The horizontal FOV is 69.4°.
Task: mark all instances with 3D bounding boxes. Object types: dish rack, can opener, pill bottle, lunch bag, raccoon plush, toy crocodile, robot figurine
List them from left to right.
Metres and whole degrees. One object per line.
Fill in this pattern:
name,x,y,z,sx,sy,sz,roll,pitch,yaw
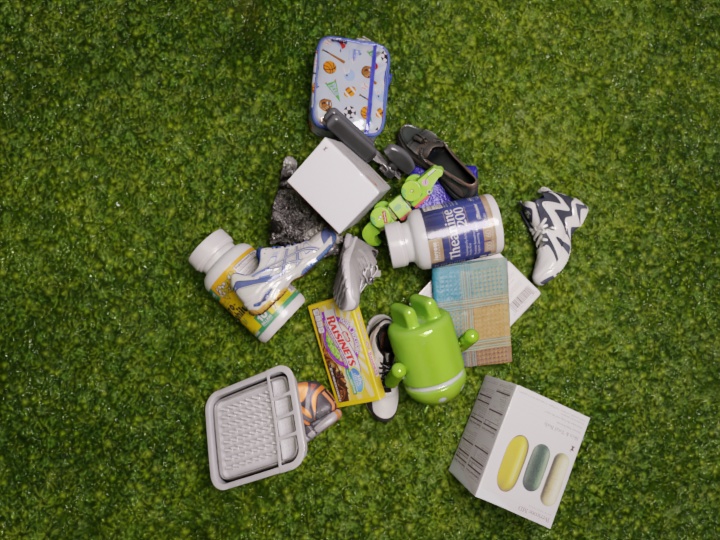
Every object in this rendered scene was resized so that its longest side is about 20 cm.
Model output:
pill bottle,-0.207,0.024,0.937,0.200,0.113,0.113,44,81,-2
dish rack,-0.178,0.273,0.902,0.199,0.044,0.173,-24,63,20
raccoon plush,-0.092,-0.115,0.970,0.133,0.097,0.202,8,84,-4
lunch bag,-0.017,-0.355,1.017,0.159,0.076,0.202,7,85,-9
can opener,0.017,-0.238,0.976,0.199,0.053,0.066,29,117,-33
toy crocodile,0.079,-0.124,0.979,0.200,0.068,0.062,-39,99,17
robot figurine,0.117,0.145,0.913,0.175,0.116,0.201,-22,103,-21
pill bottle,0.148,-0.064,0.940,0.199,0.111,0.112,-12,87,3

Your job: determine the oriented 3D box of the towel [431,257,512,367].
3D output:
towel,0.211,0.081,0.983,0.146,0.022,0.202,-5,94,-3

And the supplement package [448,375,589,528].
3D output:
supplement package,0.286,0.323,0.956,0.151,0.151,0.201,25,82,-5

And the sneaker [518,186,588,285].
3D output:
sneaker,0.358,-0.080,1.039,0.129,0.079,0.200,31,82,-3

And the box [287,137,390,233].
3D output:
box,-0.030,-0.152,0.923,0.124,0.200,0.097,45,103,-1

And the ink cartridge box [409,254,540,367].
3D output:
ink cartridge box,0.219,0.055,1.014,0.176,0.045,0.200,45,87,-3

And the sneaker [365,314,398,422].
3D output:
sneaker,0.040,0.184,0.974,0.073,0.080,0.202,-2,87,-10

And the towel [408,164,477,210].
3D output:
towel,0.169,-0.113,1.032,0.147,0.050,0.202,-1,85,-8

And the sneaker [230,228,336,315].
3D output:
sneaker,-0.128,-0.019,0.871,0.200,0.075,0.088,-43,91,-22

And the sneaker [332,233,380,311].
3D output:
sneaker,0.000,0.000,0.935,0.081,0.201,0.075,15,127,-7

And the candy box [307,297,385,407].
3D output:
candy box,-0.027,0.148,0.966,0.102,0.026,0.201,-19,87,30

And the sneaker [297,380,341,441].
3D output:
sneaker,-0.140,0.276,0.951,0.199,0.078,0.112,-35,76,-6

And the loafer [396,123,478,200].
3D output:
loafer,0.151,-0.217,0.991,0.072,0.063,0.200,-43,79,-9
